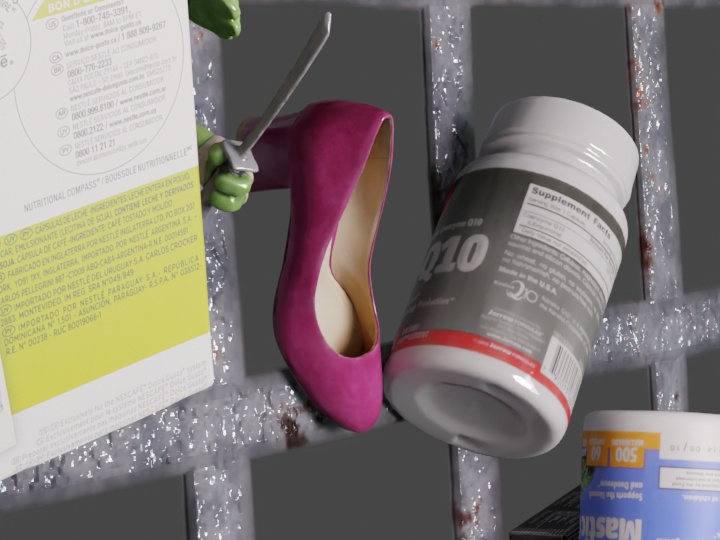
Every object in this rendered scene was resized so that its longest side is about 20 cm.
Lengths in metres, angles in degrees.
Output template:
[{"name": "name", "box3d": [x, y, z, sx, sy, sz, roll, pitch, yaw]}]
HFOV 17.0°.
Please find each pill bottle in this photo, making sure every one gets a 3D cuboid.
[{"name": "pill bottle", "box3d": [0.191, 0.190, 1.505, 0.112, 0.112, 0.200, 11, 80, -53]}, {"name": "pill bottle", "box3d": [0.095, 0.002, 1.454, 0.114, 0.114, 0.200, 48, 52, -41]}]

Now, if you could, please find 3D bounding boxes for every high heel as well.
[{"name": "high heel", "box3d": [0.000, 0.000, 1.339, 0.067, 0.096, 0.200, -32, 113, -50]}]

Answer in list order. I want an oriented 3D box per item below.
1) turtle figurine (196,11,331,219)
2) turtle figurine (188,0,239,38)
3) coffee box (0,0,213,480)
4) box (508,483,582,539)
[{"name": "turtle figurine", "box3d": [-0.130, -0.035, 1.116, 0.144, 0.200, 0.194, -5, 102, -38]}, {"name": "turtle figurine", "box3d": [-0.006, -0.206, 1.271, 0.200, 0.144, 0.194, 46, 63, -6]}, {"name": "coffee box", "box3d": [-0.195, -0.039, 0.895, 0.200, 0.200, 0.198, -22, 119, -40]}, {"name": "box", "box3d": [0.181, 0.216, 1.618, 0.200, 0.044, 0.161, -24, 108, -51]}]
